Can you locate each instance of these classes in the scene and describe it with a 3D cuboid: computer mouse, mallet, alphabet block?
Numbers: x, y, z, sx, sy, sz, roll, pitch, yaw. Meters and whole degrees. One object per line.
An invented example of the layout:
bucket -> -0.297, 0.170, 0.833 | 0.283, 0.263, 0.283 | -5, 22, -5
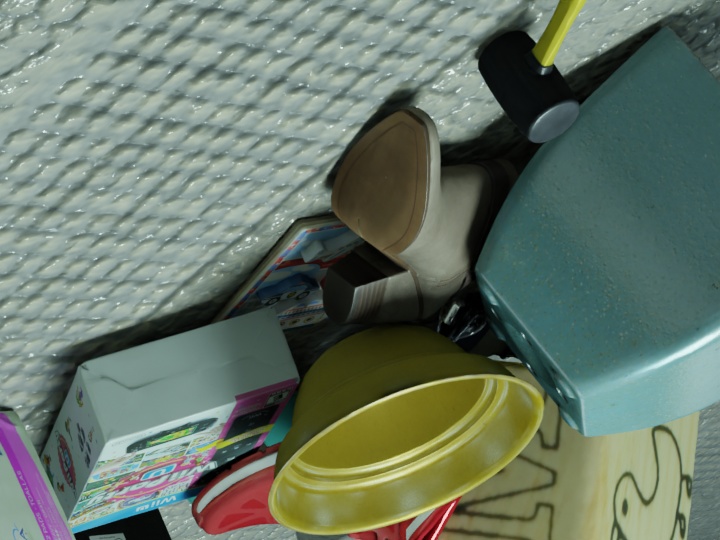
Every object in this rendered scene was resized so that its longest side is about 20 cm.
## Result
computer mouse -> 0.140, -0.010, 1.619 | 0.199, 0.053, 0.138 | -28, 177, 8
mallet -> 0.129, -0.151, 1.243 | 0.041, 0.066, 0.200 | -16, 157, -32
alphabet block -> 0.132, 0.174, 1.653 | 0.196, 0.201, 0.195 | 4, 176, 29

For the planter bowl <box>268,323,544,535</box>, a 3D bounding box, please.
planter bowl -> 0.018, 0.095, 1.473 | 0.200, 0.084, 0.201 | -18, 150, -11

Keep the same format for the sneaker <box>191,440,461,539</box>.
sneaker -> -0.020, 0.177, 1.570 | 0.199, 0.116, 0.078 | -26, 163, 10

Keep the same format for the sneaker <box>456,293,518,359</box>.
sneaker -> 0.161, 0.047, 1.744 | 0.199, 0.088, 0.075 | -17, 160, -24

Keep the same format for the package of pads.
package of pads -> -0.265, 0.162, 1.375 | 0.068, 0.155, 0.200 | -34, 159, 18

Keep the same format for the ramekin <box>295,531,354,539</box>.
ramekin -> 0.028, 0.194, 1.885 | 0.201, 0.095, 0.202 | -20, 168, -4

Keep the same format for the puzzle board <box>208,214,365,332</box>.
puzzle board -> 0.000, 0.000, 1.523 | 0.199, 0.017, 0.151 | -9, 153, -40

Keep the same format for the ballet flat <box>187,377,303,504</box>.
ballet flat -> -0.069, 0.125, 1.693 | 0.200, 0.068, 0.075 | -39, 180, 42

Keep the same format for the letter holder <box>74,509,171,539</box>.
letter holder -> -0.258, 0.252, 1.691 | 0.142, 0.101, 0.200 | -37, 158, 30

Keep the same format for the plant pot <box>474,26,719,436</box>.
plant pot -> 0.188, -0.002, 1.448 | 0.200, 0.196, 0.196 | -36, 161, -6

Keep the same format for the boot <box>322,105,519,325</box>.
boot -> 0.050, -0.045, 1.410 | 0.146, 0.070, 0.200 | -24, 150, -40

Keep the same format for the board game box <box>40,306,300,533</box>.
board game box -> -0.139, 0.110, 1.522 | 0.147, 0.065, 0.200 | -15, 161, -22
